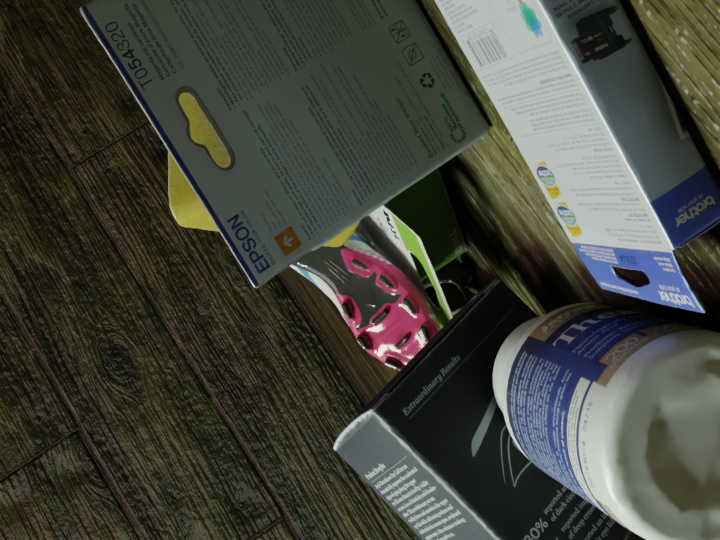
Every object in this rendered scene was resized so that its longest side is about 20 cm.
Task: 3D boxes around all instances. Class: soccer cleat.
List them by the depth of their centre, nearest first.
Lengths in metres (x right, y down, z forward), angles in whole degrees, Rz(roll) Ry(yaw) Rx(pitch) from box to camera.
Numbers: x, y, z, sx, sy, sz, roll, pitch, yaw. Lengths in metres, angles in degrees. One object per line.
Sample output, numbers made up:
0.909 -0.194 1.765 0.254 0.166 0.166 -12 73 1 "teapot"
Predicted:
0.000 0.000 0.891 0.200 0.070 0.086 43 -155 9 "soccer cleat"

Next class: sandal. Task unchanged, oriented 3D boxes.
0.070 0.018 1.004 0.201 0.080 0.058 -148 40 -73 "sandal"

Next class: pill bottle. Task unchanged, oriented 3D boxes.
0.147 0.077 0.621 0.111 0.111 0.200 59 172 -10 "pill bottle"

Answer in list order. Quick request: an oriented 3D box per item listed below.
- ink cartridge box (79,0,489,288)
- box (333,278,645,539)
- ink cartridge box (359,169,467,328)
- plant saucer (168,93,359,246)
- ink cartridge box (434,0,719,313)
-0.044 -0.122 0.684 0.197 0.200 0.043 59 160 -9 "ink cartridge box"
0.106 0.134 0.764 0.200 0.148 0.104 46 152 6 "box"
0.045 -0.046 0.903 0.200 0.076 0.148 46 166 46 "ink cartridge box"
-0.051 -0.125 0.766 0.200 0.048 0.201 6 -99 -56 "plant saucer"
0.107 -0.077 0.527 0.200 0.042 0.119 61 171 -9 "ink cartridge box"
